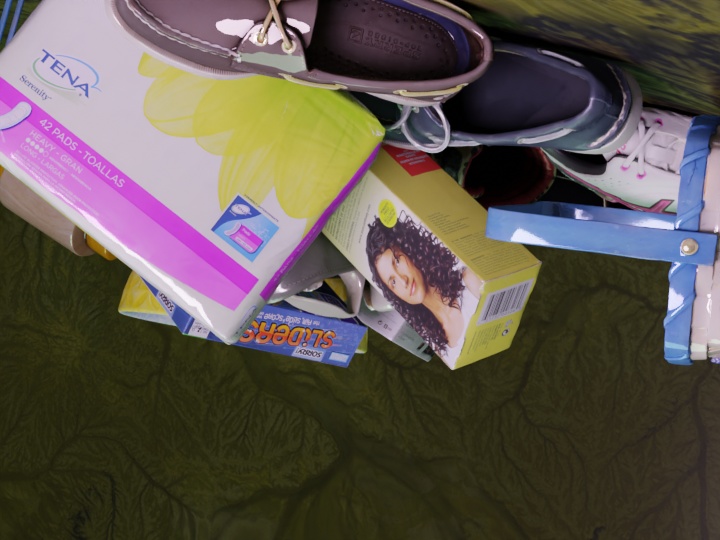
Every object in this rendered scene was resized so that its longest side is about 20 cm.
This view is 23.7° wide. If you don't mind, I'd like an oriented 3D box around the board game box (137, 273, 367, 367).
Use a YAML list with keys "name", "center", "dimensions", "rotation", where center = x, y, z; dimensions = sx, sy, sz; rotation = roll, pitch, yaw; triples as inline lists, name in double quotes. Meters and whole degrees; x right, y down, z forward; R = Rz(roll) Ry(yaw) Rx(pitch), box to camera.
- name: "board game box"
  center: [-0.099, -0.010, 1.177]
  dimensions: [0.135, 0.034, 0.200]
  rotation: [14, -159, -37]

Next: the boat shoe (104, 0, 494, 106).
- name: "boat shoe"
  center: [-0.029, -0.127, 0.882]
  dimensions: [0.200, 0.072, 0.060]
  rotation: [12, 176, -18]

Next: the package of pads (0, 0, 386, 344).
- name: "package of pads"
  center: [-0.102, -0.080, 0.950]
  dimensions: [0.200, 0.155, 0.068]
  rotation: [38, 174, 1]

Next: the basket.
- name: "basket"
  center: [0.182, -0.018, 0.966]
  dimensions: [0.200, 0.139, 0.176]
  rotation: [11, -171, 17]

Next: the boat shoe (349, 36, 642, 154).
- name: "boat shoe"
  center: [0.058, -0.100, 0.973]
  dimensions: [0.200, 0.075, 0.062]
  rotation: [15, -178, 33]

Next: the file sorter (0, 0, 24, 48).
- name: "file sorter"
  center: [-0.204, -0.154, 1.217]
  dimensions: [0.139, 0.123, 0.200]
  rotation: [15, 180, -2]

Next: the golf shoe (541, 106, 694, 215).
- name: "golf shoe"
  center: [0.194, -0.064, 1.085]
  dimensions: [0.200, 0.073, 0.092]
  rotation: [16, -179, 44]

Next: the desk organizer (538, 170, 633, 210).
- name: "desk organizer"
  center: [0.156, -0.075, 1.278]
  dimensions: [0.200, 0.077, 0.072]
  rotation: [16, -179, 21]

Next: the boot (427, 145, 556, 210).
- name: "boot"
  center: [0.026, -0.098, 1.158]
  dimensions: [0.200, 0.073, 0.151]
  rotation: [9, -161, -48]

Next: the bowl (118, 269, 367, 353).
- name: "bowl"
  center: [-0.085, -0.003, 1.358]
  dimensions: [0.200, 0.108, 0.200]
  rotation: [9, 175, 1]

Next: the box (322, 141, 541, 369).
- name: "box"
  center: [0.020, -0.035, 1.040]
  dimensions: [0.050, 0.075, 0.200]
  rotation: [-18, -131, -35]

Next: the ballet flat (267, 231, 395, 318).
- name: "ballet flat"
  center: [0.000, 0.000, 1.139]
  dimensions: [0.067, 0.064, 0.200]
  rotation: [-14, 170, 42]

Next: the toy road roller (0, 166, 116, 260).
- name: "toy road roller"
  center: [-0.197, -0.059, 1.393]
  dimensions: [0.123, 0.146, 0.200]
  rotation: [32, -137, 20]

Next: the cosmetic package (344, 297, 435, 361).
- name: "cosmetic package"
  center: [0.044, 0.018, 1.318]
  dimensions: [0.051, 0.083, 0.200]
  rotation: [32, 180, 12]
